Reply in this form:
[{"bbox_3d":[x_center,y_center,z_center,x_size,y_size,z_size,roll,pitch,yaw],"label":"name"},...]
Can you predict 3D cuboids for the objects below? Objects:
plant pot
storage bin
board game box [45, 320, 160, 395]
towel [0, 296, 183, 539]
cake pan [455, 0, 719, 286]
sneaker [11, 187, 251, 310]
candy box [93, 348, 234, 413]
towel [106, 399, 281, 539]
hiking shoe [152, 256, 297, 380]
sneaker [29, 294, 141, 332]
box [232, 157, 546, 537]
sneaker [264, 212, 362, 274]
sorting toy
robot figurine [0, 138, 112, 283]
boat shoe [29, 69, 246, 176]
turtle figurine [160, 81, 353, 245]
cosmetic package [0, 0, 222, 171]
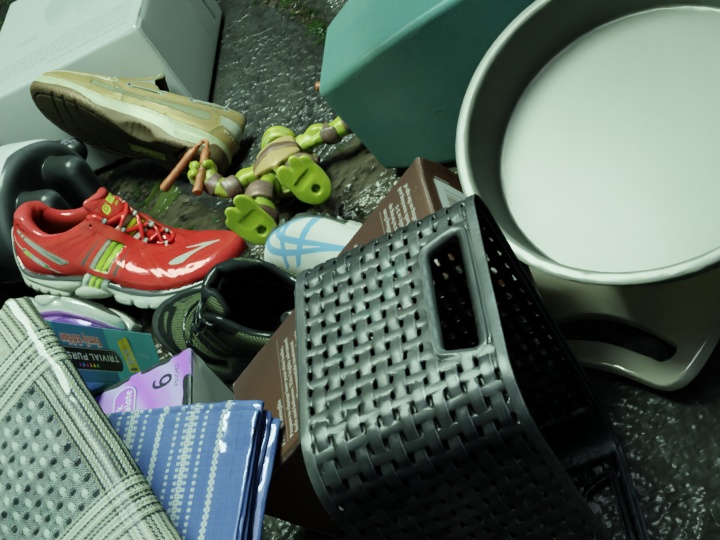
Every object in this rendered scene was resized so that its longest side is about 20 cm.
[{"bbox_3d":[0.076,-0.172,0.840,0.199,0.141,0.142,-25,38,27],"label":"plant pot"},{"bbox_3d":[0.058,0.083,0.528,0.093,0.200,0.136,-23,39,15],"label":"storage bin"},{"bbox_3d":[-0.245,0.087,0.776,0.150,0.200,0.047,-25,76,14],"label":"board game box"},{"bbox_3d":[-0.210,0.143,0.624,0.200,0.035,0.193,-43,67,10],"label":"towel"},{"bbox_3d":[0.149,-0.077,0.603,0.199,0.037,0.201,-13,59,22],"label":"cake pan"},{"bbox_3d":[-0.185,-0.023,0.896,0.199,0.085,0.077,1,29,13],"label":"sneaker"},{"bbox_3d":[-0.172,0.166,0.727,0.199,0.072,0.168,-26,40,14],"label":"candy box"},{"bbox_3d":[-0.140,0.148,0.643,0.199,0.024,0.145,-8,60,27],"label":"towel"},{"bbox_3d":[-0.080,0.023,0.781,0.199,0.101,0.076,3,51,40],"label":"hiking shoe"},{"bbox_3d":[-0.259,0.073,0.911,0.199,0.081,0.084,-14,69,24],"label":"sneaker"},{"bbox_3d":[0.009,0.048,0.649,0.200,0.075,0.100,-48,32,27],"label":"box"},{"bbox_3d":[0.000,0.000,0.776,0.199,0.072,0.073,1,79,48],"label":"sneaker"},{"bbox_3d":[0.151,-0.023,0.661,0.199,0.107,0.181,9,68,31],"label":"sorting toy"},{"bbox_3d":[-0.309,-0.049,1.023,0.199,0.126,0.150,-3,8,35],"label":"robot figurine"},{"bbox_3d":[-0.196,-0.144,1.028,0.199,0.072,0.076,22,64,9],"label":"boat shoe"},{"bbox_3d":[-0.071,-0.076,0.906,0.199,0.065,0.161,-22,25,7],"label":"turtle figurine"},{"bbox_3d":[-0.258,-0.211,1.148,0.199,0.123,0.201,-21,39,19],"label":"cosmetic package"}]
